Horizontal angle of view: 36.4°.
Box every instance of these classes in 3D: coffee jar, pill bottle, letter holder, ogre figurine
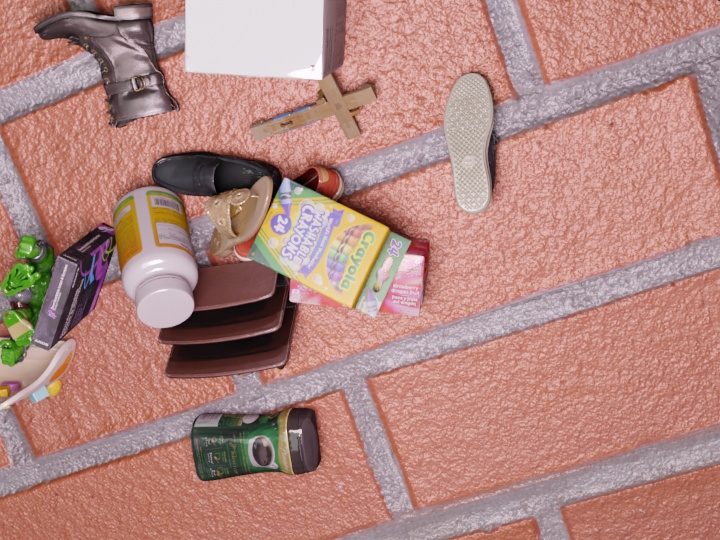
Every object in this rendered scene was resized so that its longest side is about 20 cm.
[{"bbox_3d":[-0.163,0.274,1.735,0.198,0.085,0.105,-5,102,10],"label":"coffee jar"},{"bbox_3d":[-0.298,-0.018,1.604,0.110,0.201,0.112,-11,139,-10],"label":"pill bottle"},{"bbox_3d":[-0.207,0.075,1.635,0.198,0.143,0.101,-7,133,14],"label":"letter holder"},{"bbox_3d":[-0.514,0.035,1.700,0.097,0.120,0.202,-5,106,5],"label":"ogre figurine"}]

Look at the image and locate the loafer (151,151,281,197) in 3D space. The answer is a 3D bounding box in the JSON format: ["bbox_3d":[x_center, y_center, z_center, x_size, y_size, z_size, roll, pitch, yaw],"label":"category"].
[{"bbox_3d":[-0.217,-0.143,1.631,0.198,0.070,0.069,5,91,6],"label":"loafer"}]

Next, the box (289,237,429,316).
[{"bbox_3d":[0.000,0.000,1.631,0.198,0.100,0.096,7,106,7],"label":"box"}]

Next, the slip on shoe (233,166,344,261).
[{"bbox_3d":[-0.116,-0.088,1.629,0.199,0.061,0.074,-37,56,15],"label":"slip on shoe"}]

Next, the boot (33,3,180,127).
[{"bbox_3d":[-0.375,-0.297,1.616,0.198,0.069,0.176,-5,104,7],"label":"boot"}]

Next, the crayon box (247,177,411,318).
[{"bbox_3d":[-0.044,-0.031,1.551,0.199,0.052,0.127,25,89,6],"label":"crayon box"}]

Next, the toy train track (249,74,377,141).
[{"bbox_3d":[-0.069,-0.237,1.609,0.198,0.033,0.115,-16,126,18],"label":"toy train track"}]

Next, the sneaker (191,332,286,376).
[{"bbox_3d":[-0.203,0.131,1.711,0.198,0.079,0.078,-6,129,18],"label":"sneaker"}]

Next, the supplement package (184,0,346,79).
[{"bbox_3d":[-0.125,-0.349,1.499,0.189,0.200,0.149,4,106,6],"label":"supplement package"}]

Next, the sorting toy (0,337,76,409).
[{"bbox_3d":[-0.570,0.176,1.714,0.198,0.180,0.108,3,106,7],"label":"sorting toy"}]

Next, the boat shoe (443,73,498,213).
[{"bbox_3d":[0.161,-0.182,1.581,0.074,0.062,0.202,-3,90,13],"label":"boat shoe"}]

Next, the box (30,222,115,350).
[{"bbox_3d":[-0.425,0.021,1.641,0.036,0.200,0.144,22,107,0],"label":"box"}]

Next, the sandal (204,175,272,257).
[{"bbox_3d":[-0.198,-0.077,1.594,0.069,0.078,0.212,11,153,-23],"label":"sandal"}]
